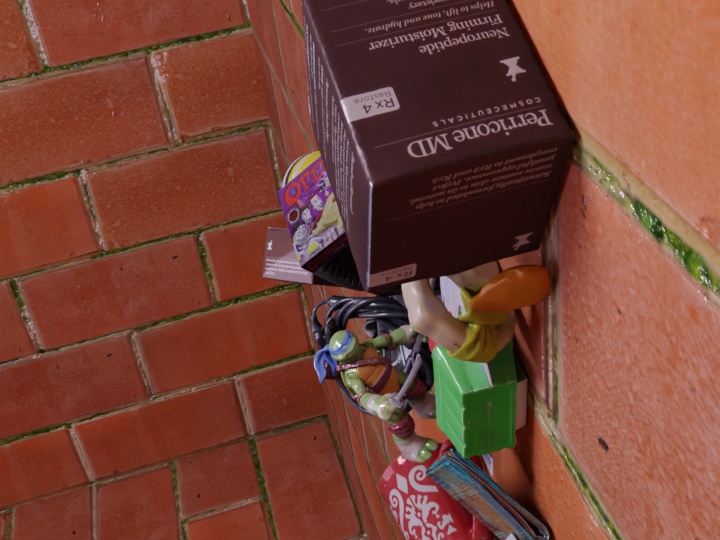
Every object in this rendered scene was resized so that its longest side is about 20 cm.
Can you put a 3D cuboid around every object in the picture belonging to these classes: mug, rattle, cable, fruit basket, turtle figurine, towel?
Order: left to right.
[{"bbox_3d":[0.026,0.117,1.275,0.051,0.161,0.202,-61,-43,-57],"label":"cable"},{"bbox_3d":[0.061,0.136,1.155,0.195,0.198,0.145,53,-169,-34],"label":"turtle figurine"},{"bbox_3d":[0.118,0.344,1.298,0.201,0.132,0.179,-118,13,-46],"label":"mug"},{"bbox_3d":[0.121,0.092,1.039,0.201,0.092,0.187,-98,1,-50],"label":"fruit basket"},{"bbox_3d":[0.116,-0.021,0.917,0.201,0.128,0.144,-68,-5,-49],"label":"rattle"},{"bbox_3d":[0.144,0.273,1.113,0.146,0.022,0.200,41,165,8],"label":"towel"}]

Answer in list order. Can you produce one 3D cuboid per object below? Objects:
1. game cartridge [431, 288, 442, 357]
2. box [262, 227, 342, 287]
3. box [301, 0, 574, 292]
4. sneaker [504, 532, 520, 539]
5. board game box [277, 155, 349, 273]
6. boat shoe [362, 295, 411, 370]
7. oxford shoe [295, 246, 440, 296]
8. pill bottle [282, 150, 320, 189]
[{"bbox_3d":[0.101,0.086,1.297,0.200,0.038,0.131,-166,58,-81],"label":"game cartridge"},{"bbox_3d":[-0.029,-0.013,1.299,0.099,0.199,0.076,7,88,42],"label":"box"},{"bbox_3d":[0.054,-0.121,0.788,0.165,0.163,0.202,91,162,-60],"label":"box"},{"bbox_3d":[0.157,0.365,1.098,0.078,0.090,0.201,52,171,30],"label":"sneaker"},{"bbox_3d":[-0.008,-0.101,1.104,0.032,0.199,0.121,28,-146,-43],"label":"board game box"},{"bbox_3d":[0.037,0.072,1.372,0.201,0.070,0.073,-104,0,-46],"label":"boat shoe"},{"bbox_3d":[0.000,0.000,1.205,0.084,0.198,0.074,-22,57,58],"label":"oxford shoe"},{"bbox_3d":[-0.019,-0.108,1.245,0.199,0.113,0.116,1,106,64],"label":"pill bottle"}]
